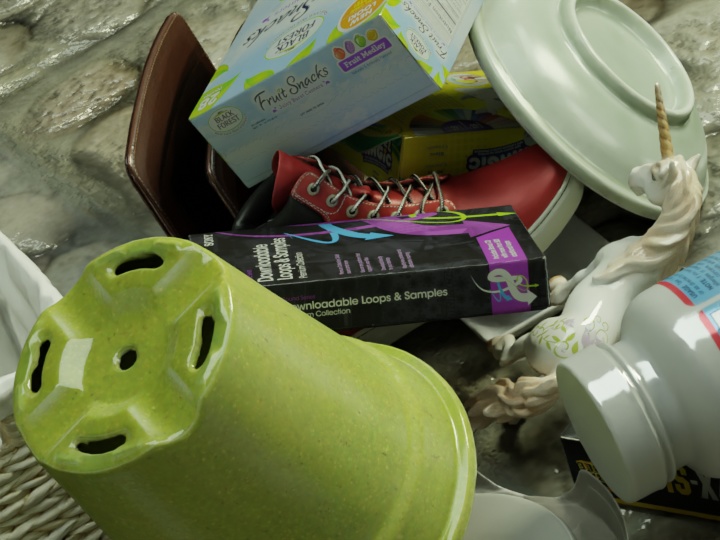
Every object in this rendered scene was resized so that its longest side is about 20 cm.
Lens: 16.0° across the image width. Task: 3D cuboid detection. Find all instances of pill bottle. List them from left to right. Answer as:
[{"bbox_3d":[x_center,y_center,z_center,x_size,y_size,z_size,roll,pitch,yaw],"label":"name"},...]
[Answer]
[{"bbox_3d":[0.208,0.040,1.342,0.199,0.109,0.109,-27,34,-8],"label":"pill bottle"}]

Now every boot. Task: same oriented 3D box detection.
[{"bbox_3d":[0.026,-0.044,1.569,0.200,0.144,0.073,-33,34,14],"label":"boot"}]

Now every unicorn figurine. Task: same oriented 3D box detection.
[{"bbox_3d":[0.138,0.012,1.486,0.201,0.074,0.137,-67,13,-23],"label":"unicorn figurine"}]

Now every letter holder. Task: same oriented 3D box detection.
[{"bbox_3d":[-0.073,-0.096,1.730,0.100,0.142,0.200,-22,31,21],"label":"letter holder"}]

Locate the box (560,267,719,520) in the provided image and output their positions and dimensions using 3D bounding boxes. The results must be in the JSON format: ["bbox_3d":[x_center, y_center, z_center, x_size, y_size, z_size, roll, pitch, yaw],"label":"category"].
[{"bbox_3d":[0.233,0.072,1.425,0.199,0.050,0.160,6,40,36],"label":"box"}]

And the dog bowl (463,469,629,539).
[{"bbox_3d":[0.052,0.182,1.359,0.199,0.059,0.200,-15,34,10],"label":"dog bowl"}]

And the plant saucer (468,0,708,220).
[{"bbox_3d":[0.156,-0.122,1.615,0.050,0.200,0.201,-45,22,30],"label":"plant saucer"}]

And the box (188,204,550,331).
[{"bbox_3d":[0.000,0.000,1.478,0.199,0.036,0.143,-7,14,-4],"label":"box"}]

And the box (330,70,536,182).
[{"bbox_3d":[0.065,-0.091,1.678,0.199,0.049,0.117,-4,23,-25],"label":"box"}]

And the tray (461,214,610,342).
[{"bbox_3d":[0.084,-0.014,1.653,0.107,0.022,0.200,-30,34,-11],"label":"tray"}]

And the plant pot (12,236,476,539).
[{"bbox_3d":[-0.071,0.082,1.299,0.200,0.184,0.201,-19,51,24],"label":"plant pot"}]

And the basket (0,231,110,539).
[{"bbox_3d":[-0.252,0.104,1.544,0.198,0.161,0.200,-30,35,-13],"label":"basket"}]

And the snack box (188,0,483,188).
[{"bbox_3d":[0.000,-0.162,1.613,0.168,0.068,0.200,-25,27,37],"label":"snack box"}]
